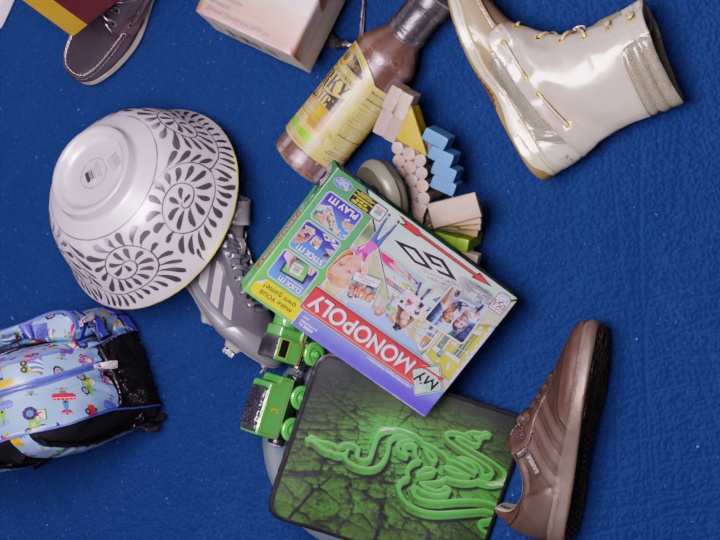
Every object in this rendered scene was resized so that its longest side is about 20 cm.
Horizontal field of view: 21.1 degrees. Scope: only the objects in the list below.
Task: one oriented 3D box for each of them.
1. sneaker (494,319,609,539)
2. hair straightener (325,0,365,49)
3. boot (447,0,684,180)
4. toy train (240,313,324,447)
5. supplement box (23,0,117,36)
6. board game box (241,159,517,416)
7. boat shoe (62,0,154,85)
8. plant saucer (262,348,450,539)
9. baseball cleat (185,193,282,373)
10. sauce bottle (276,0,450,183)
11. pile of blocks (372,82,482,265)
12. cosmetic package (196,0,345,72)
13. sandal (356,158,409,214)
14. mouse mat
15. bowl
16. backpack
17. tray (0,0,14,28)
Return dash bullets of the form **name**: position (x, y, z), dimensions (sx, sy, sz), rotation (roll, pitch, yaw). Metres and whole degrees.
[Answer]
- **sneaker**: position (0.163, 0.136, 1.680), dimensions (0.075, 0.070, 0.201), rotation (12, 97, 22)
- **hair straightener**: position (-0.065, -0.279, 1.765), dimensions (0.200, 0.041, 0.077), rotation (46, 108, 14)
- **boot**: position (0.173, -0.198, 1.658), dimensions (0.154, 0.072, 0.200), rotation (-28, 87, 21)
- **toy train**: position (-0.060, 0.060, 1.751), dimensions (0.042, 0.056, 0.201), rotation (10, 82, 54)
- **supplement box**: position (-0.243, -0.363, 1.741), dimensions (0.200, 0.133, 0.198), rotation (-33, 48, 20)
- **board game box**: position (0.017, 0.017, 1.663), dimensions (0.200, 0.029, 0.135), rotation (35, 99, -16)
- **boat shoe**: position (-0.225, -0.263, 1.818), dimensions (0.072, 0.065, 0.200), rotation (44, 107, 15)
- **plant saucer**: position (-0.006, 0.161, 1.767), dimensions (0.200, 0.039, 0.202), rotation (1, 93, 23)
- **baseball cleat**: position (-0.121, -0.005, 1.788), dimensions (0.200, 0.070, 0.106), rotation (47, 108, 13)
- **sauce bottle**: position (0.005, -0.169, 1.732), dimensions (0.065, 0.065, 0.200), rotation (43, 106, 14)
- **pile of blocks**: position (0.071, -0.071, 1.713), dimensions (0.082, 0.062, 0.201), rotation (-10, 97, 21)
- **cosmetic package**: position (-0.052, -0.290, 1.708), dimensions (0.103, 0.087, 0.200), rotation (24, 89, 10)
- **sandal**: position (-0.001, -0.001, 1.707), dimensions (0.080, 0.057, 0.202), rotation (26, 124, 46)
- **mouse mat**: position (0.032, 0.175, 1.726), dimensions (0.199, 0.008, 0.161), rotation (18, 100, -4)
- **bowl**: position (-0.219, -0.073, 1.769), dimensions (0.200, 0.094, 0.201), rotation (-14, 63, 29)
- **backpack**: position (-0.307, 0.115, 1.800), dimensions (0.182, 0.200, 0.135), rotation (-18, 86, 23)
- **tray**: position (-0.414, -0.331, 1.915), dimensions (0.200, 0.022, 0.108), rotation (32, 103, 18)
